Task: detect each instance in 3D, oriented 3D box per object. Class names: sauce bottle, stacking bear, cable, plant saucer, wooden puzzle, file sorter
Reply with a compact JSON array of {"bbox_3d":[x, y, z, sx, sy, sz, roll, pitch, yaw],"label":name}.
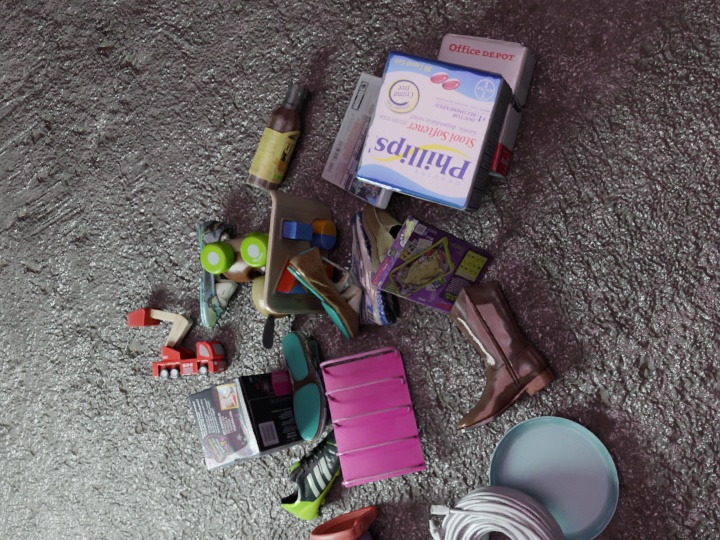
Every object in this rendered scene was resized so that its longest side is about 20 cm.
[{"bbox_3d":[-0.147,-0.243,1.452,0.064,0.065,0.201,25,99,23],"label":"sauce bottle"},{"bbox_3d":[-0.002,0.517,1.328,0.113,0.121,0.201,-21,87,20],"label":"stacking bear"},{"bbox_3d":[0.221,0.434,1.230,0.199,0.069,0.201,-20,91,35],"label":"cable"},{"bbox_3d":[0.301,0.328,1.242,0.199,0.027,0.202,-1,87,25],"label":"plant saucer"},{"bbox_3d":[-0.093,-0.027,1.350,0.046,0.185,0.202,0,87,28],"label":"wooden puzzle"},{"bbox_3d":[0.017,0.237,1.290,0.138,0.125,0.201,-13,76,1],"label":"file sorter"}]

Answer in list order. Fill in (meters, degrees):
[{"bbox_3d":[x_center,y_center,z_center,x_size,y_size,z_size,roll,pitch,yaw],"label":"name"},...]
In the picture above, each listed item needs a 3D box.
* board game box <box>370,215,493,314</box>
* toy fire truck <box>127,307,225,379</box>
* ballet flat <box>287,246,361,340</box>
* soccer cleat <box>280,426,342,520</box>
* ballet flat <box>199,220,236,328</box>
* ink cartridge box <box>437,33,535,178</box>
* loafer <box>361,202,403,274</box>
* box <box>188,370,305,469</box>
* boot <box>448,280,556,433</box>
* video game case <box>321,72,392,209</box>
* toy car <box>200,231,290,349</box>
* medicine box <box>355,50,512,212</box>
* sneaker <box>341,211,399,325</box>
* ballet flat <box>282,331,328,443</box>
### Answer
[{"bbox_3d":[0.117,-0.003,1.252,0.032,0.199,0.121,34,100,45],"label":"board game box"},{"bbox_3d":[-0.353,0.136,1.533,0.199,0.049,0.142,-8,84,24],"label":"toy fire truck"},{"bbox_3d":[-0.042,0.034,1.311,0.072,0.200,0.068,-42,34,-8],"label":"ballet flat"},{"bbox_3d":[-0.076,0.340,1.381,0.081,0.068,0.201,23,98,-8],"label":"soccer cleat"},{"bbox_3d":[-0.264,0.006,1.485,0.074,0.074,0.202,-4,89,24],"label":"ballet flat"},{"bbox_3d":[0.187,-0.267,1.293,0.144,0.083,0.201,16,94,25],"label":"ink cartridge box"},{"bbox_3d":[0.054,-0.054,1.310,0.067,0.076,0.201,-38,39,22],"label":"loafer"},{"bbox_3d":[-0.181,0.254,1.367,0.114,0.200,0.133,-22,78,23],"label":"box"},{"bbox_3d":[0.187,0.135,1.279,0.186,0.064,0.201,-34,79,4],"label":"boot"},{"bbox_3d":[0.023,-0.225,1.356,0.182,0.023,0.201,33,104,49],"label":"video game case"},{"bbox_3d":[-0.168,0.032,1.407,0.157,0.164,0.202,-9,96,23],"label":"toy car"},{"bbox_3d":[0.113,-0.209,1.212,0.181,0.103,0.201,17,97,17],"label":"medicine box"},{"bbox_3d":[0.000,0.000,1.370,0.085,0.077,0.202,-15,81,27],"label":"sneaker"},{"bbox_3d":[-0.084,0.201,1.388,0.074,0.074,0.201,-21,67,22],"label":"ballet flat"}]
